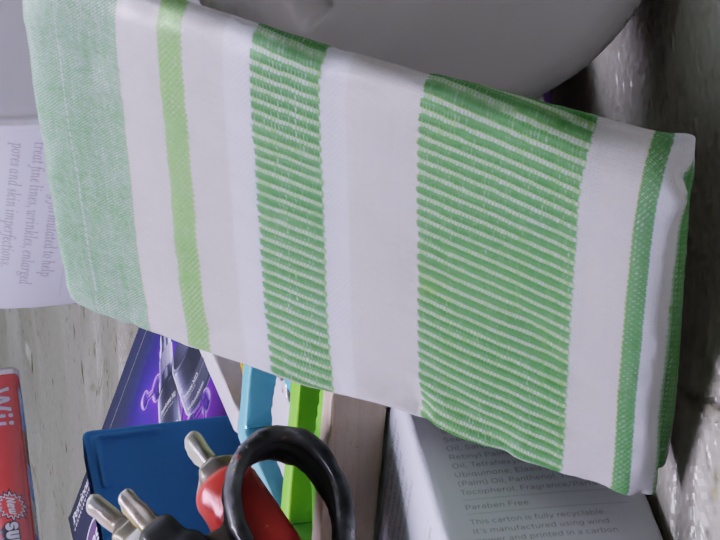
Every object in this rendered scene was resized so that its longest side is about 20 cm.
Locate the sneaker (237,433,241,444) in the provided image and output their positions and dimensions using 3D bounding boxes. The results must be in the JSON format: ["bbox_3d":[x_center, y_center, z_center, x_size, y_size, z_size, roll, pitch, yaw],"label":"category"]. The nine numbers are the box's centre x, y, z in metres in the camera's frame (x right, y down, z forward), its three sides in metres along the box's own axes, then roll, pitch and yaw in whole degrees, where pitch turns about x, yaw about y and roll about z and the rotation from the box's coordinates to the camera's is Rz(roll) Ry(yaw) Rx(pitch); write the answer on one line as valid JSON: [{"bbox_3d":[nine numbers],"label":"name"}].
[{"bbox_3d":[0.000,0.000,1.099,0.079,0.079,0.201,-115,28,-50],"label":"sneaker"}]

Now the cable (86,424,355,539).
[{"bbox_3d":[-0.013,0.129,0.918,0.200,0.097,0.050,49,164,18],"label":"cable"}]

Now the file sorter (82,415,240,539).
[{"bbox_3d":[-0.027,0.167,1.150,0.201,0.138,0.123,-107,15,-45],"label":"file sorter"}]

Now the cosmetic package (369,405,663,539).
[{"bbox_3d":[0.039,0.072,0.971,0.201,0.071,0.102,-108,19,-46],"label":"cosmetic package"}]

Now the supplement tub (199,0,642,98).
[{"bbox_3d":[0.004,-0.156,0.898,0.201,0.144,0.146,-108,19,-46],"label":"supplement tub"}]

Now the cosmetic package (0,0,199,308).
[{"bbox_3d":[-0.108,-0.112,1.364,0.165,0.164,0.201,106,157,-59],"label":"cosmetic package"}]

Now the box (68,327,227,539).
[{"bbox_3d":[-0.059,0.083,1.297,0.141,0.078,0.201,-108,34,-54],"label":"box"}]

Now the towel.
[{"bbox_3d":[-0.001,-0.013,0.860,0.153,0.199,0.023,88,-155,-49],"label":"towel"}]

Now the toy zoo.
[{"bbox_3d":[-0.029,0.007,1.026,0.200,0.020,0.132,-118,28,-55],"label":"toy zoo"}]

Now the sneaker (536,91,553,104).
[{"bbox_3d":[0.034,-0.061,0.956,0.084,0.080,0.201,-50,48,28],"label":"sneaker"}]

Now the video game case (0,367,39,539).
[{"bbox_3d":[-0.124,0.159,1.116,0.143,0.017,0.201,93,168,-52],"label":"video game case"}]
